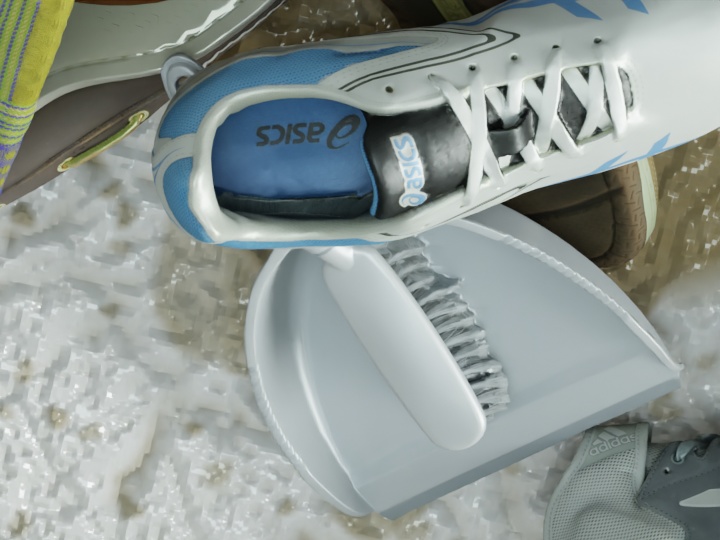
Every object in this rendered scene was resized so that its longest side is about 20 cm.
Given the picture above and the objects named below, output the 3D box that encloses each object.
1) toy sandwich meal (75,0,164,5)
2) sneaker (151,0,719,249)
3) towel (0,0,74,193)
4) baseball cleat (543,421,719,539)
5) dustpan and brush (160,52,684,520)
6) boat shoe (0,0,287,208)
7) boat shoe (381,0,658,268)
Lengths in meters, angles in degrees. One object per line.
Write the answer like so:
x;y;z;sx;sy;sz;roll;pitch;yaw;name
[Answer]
-0.071;-0.178;0.830;0.204;0.070;0.206;-9;70;27;toy sandwich meal
0.035;-0.045;0.814;0.199;0.073;0.072;-13;120;1;sneaker
-0.151;-0.080;0.789;0.143;0.023;0.200;38;143;8;towel
0.137;0.069;0.935;0.200;0.070;0.106;-44;70;-8;baseball cleat
0.000;0.000;0.895;0.139;0.057;0.200;-27;109;26;dustpan and brush
-0.094;-0.073;0.891;0.200;0.060;0.072;-32;72;7;boat shoe
0.052;-0.090;0.883;0.071;0.076;0.200;-4;133;32;boat shoe
